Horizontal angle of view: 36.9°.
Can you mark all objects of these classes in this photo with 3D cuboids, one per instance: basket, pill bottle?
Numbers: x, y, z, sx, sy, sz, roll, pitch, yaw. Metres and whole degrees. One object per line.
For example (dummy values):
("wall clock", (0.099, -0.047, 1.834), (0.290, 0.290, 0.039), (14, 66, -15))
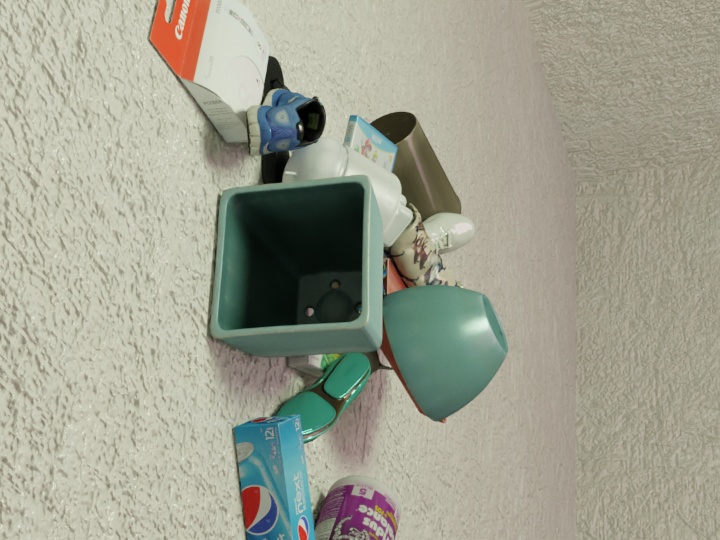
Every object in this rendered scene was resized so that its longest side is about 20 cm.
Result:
("basket", (0.082, -0.166, 1.893), (0.181, 0.135, 0.201), (-82, 152, -50))
("pill bottle", (-0.016, 0.383, 1.455), (0.200, 0.112, 0.113), (-68, 145, -54))

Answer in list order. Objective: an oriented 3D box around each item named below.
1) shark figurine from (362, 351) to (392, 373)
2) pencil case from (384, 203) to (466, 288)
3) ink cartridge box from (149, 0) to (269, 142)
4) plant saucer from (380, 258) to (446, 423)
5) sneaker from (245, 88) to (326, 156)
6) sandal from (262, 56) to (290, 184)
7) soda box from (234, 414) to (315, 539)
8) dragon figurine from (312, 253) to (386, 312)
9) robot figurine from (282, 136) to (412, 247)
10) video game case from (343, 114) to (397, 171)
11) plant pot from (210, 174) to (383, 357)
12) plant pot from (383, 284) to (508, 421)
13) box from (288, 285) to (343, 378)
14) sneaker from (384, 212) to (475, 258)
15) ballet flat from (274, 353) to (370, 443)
("shark figurine", (0.022, 0.127, 1.668), (0.215, 0.089, 0.129), (-84, -179, -76))
("pencil case", (0.101, -0.007, 1.740), (0.201, 0.089, 0.078), (58, -16, -24))
("ink cartridge box", (-0.179, -0.281, 1.336), (0.200, 0.057, 0.163), (62, 29, -54))
("plant saucer", (0.072, 0.111, 1.662), (0.200, 0.037, 0.200), (59, 18, -26))
("sneaker", (-0.084, -0.187, 1.384), (0.200, 0.089, 0.079), (-69, 159, -69))
("sandal", (-0.109, -0.199, 1.501), (0.076, 0.043, 0.202), (1, 82, -70))
("soda box", (-0.103, 0.283, 1.323), (0.068, 0.064, 0.201), (-7, 90, -69))
("dragon figurine", (0.000, 0.000, 1.569), (0.200, 0.059, 0.100), (-39, 133, -49))
("robot figurine", (-0.024, -0.108, 1.475), (0.199, 0.113, 0.170), (28, 19, -28))
("video game case", (0.000, -0.114, 1.616), (0.143, 0.018, 0.201), (27, 73, -60))
("plant pot", (-0.057, 0.017, 1.370), (0.200, 0.194, 0.198), (54, 34, -63))
("plant pot", (0.136, 0.102, 1.571), (0.201, 0.134, 0.201), (57, 18, -30))
("box", (-0.061, 0.053, 1.558), (0.144, 0.036, 0.201), (34, 53, -64))
("sneaker", (0.111, -0.045, 1.820), (0.088, 0.199, 0.076), (-135, -141, -62))
("ballet flat", (-0.054, 0.188, 1.468), (0.200, 0.067, 0.071), (-41, 159, -42))
